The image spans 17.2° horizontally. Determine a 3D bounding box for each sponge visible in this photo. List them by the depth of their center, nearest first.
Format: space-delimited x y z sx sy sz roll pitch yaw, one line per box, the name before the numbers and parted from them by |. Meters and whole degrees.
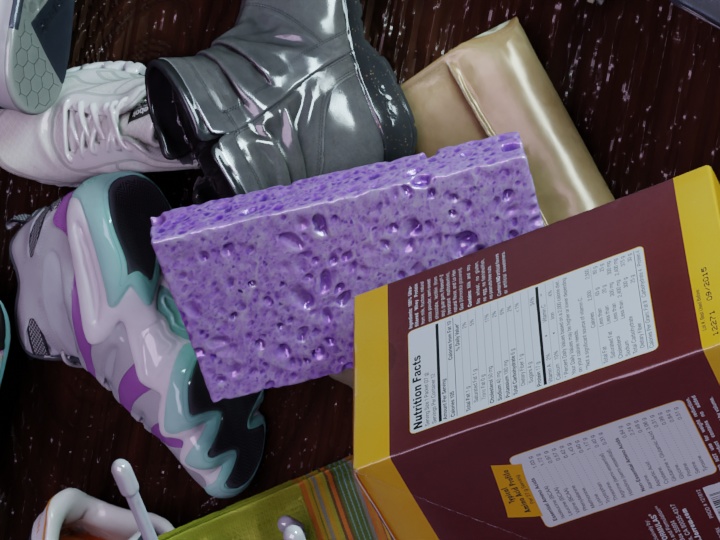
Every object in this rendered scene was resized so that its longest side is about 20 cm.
sponge | 0.000 0.000 1.245 0.199 0.030 0.112 -13 124 5

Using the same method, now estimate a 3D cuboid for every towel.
towel | -0.046 0.167 1.337 0.199 0.018 0.087 -22 84 -9

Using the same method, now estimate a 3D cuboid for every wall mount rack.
wall mount rack | -0.041 0.160 1.227 0.199 0.173 0.075 15 87 36

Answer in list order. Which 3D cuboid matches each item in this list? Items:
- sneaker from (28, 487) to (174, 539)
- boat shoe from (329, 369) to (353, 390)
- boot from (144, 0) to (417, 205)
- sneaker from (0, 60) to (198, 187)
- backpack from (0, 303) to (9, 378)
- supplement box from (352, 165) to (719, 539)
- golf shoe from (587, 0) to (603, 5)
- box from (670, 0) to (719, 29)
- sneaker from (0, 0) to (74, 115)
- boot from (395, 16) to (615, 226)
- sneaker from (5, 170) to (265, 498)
sneaker | -0.113 0.201 1.368 0.199 0.078 0.080 31 140 16
boat shoe | 0.015 0.033 1.333 0.200 0.075 0.069 44 127 10
boot | -0.062 -0.124 1.288 0.201 0.131 0.070 62 147 14
sneaker | -0.132 -0.085 1.371 0.199 0.081 0.076 -4 93 22
backpack | -0.306 0.090 1.395 0.175 0.153 0.201 23 115 37
supplement box | 0.123 0.091 1.203 0.199 0.133 0.198 -20 126 15
golf shoe | 0.064 -0.210 1.307 0.199 0.077 0.089 16 79 16
box | 0.237 -0.210 1.206 0.106 0.122 0.201 31 103 17
sneaker | -0.228 -0.196 1.402 0.145 0.077 0.204 7 78 34
boot | 0.124 -0.049 1.288 0.175 0.066 0.201 -33 80 18
sneaker | -0.143 0.047 1.393 0.139 0.078 0.201 -16 99 39
